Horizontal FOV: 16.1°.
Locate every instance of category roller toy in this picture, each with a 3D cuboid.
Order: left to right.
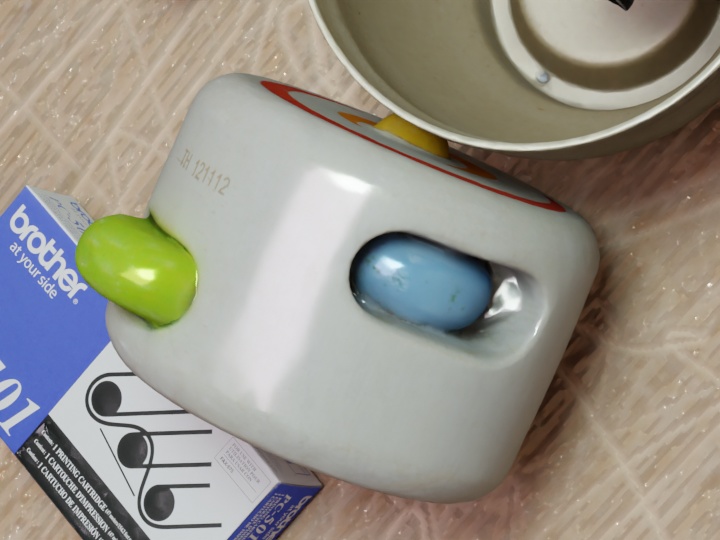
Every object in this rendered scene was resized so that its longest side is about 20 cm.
[{"bbox_3d":[0.000,0.000,1.052,0.182,0.200,0.140,26,98,18],"label":"roller toy"}]

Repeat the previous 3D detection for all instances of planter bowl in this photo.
[{"bbox_3d":[0.091,-0.134,1.038,0.200,0.135,0.200,-3,80,20],"label":"planter bowl"}]

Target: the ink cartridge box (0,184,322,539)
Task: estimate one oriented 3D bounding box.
[{"bbox_3d":[-0.116,0.062,1.185,0.094,0.044,0.200,-48,65,14],"label":"ink cartridge box"}]

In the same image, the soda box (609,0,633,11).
[{"bbox_3d":[0.117,-0.202,0.935,0.071,0.063,0.200,34,92,21],"label":"soda box"}]
